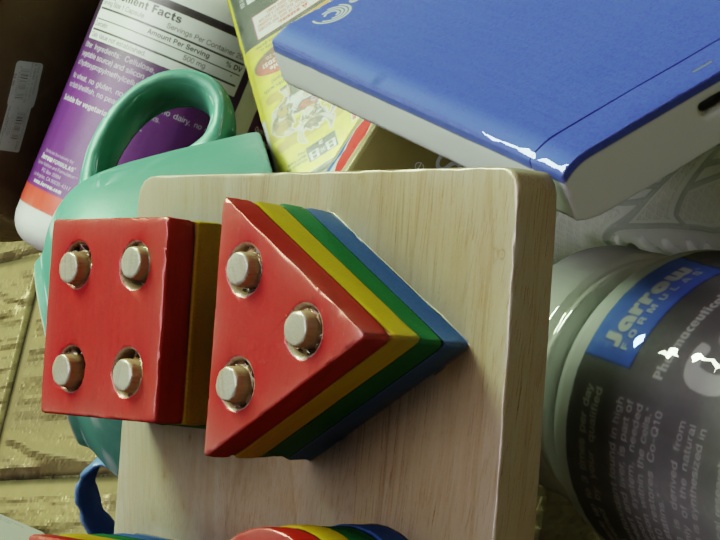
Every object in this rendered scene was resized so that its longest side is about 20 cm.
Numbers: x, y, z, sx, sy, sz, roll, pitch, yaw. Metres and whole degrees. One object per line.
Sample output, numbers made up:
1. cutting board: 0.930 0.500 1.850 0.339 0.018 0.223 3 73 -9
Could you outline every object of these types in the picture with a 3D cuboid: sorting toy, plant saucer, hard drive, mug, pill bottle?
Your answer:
1. sorting toy: -0.035 0.064 0.743 0.199 0.070 0.200 1 86 48
2. plant saucer: -0.167 -0.108 1.199 0.029 0.200 0.200 24 92 37
3. hard drive: 0.070 -0.083 0.801 0.132 0.025 0.200 -30 30 -19
4. mug: -0.085 0.015 1.016 0.185 0.114 0.152 -109 6 -56
5. pill bottle: -0.097 -0.090 1.164 0.112 0.112 0.200 24 91 58
6. pill bottle: 0.136 0.055 0.734 0.200 0.114 0.114 21 89 57

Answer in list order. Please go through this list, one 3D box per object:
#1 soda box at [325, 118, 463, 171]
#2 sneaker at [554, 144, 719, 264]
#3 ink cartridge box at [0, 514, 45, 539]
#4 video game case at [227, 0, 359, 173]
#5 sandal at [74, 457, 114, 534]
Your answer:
1. soda box: 0.000 0.000 0.891 0.200 0.064 0.068 -57 8 -16
2. sneaker: 0.132 -0.029 0.835 0.200 0.075 0.081 -29 58 46
3. ink cartridge box: -0.224 0.202 1.152 0.200 0.068 0.115 -103 38 -80
4. video game case: 0.034 -0.135 1.019 0.200 0.026 0.181 -32 43 14
5. sandal: -0.094 0.160 1.040 0.079 0.087 0.200 -39 44 35
